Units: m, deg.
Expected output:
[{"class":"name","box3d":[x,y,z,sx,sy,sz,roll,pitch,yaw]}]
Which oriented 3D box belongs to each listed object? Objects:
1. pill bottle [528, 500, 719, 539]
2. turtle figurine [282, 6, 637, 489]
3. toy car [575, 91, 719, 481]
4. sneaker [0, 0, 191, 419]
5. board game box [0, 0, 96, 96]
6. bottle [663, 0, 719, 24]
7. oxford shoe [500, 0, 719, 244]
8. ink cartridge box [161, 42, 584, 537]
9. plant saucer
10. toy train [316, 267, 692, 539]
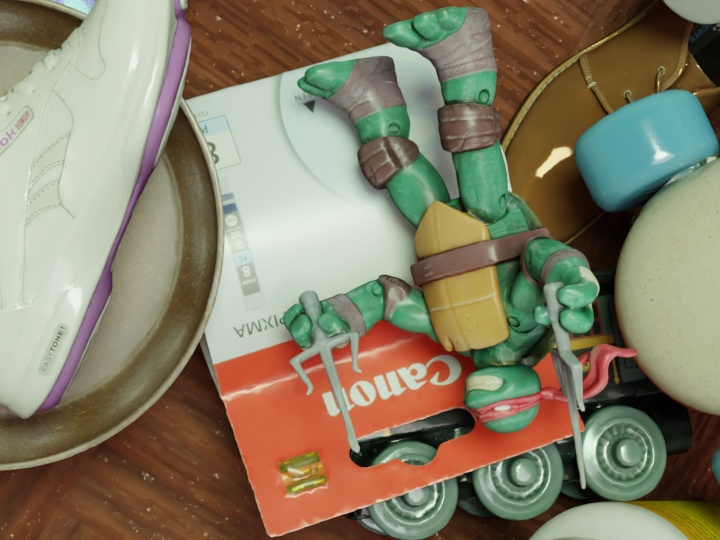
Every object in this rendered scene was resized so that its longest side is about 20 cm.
[{"class":"pill bottle","box3d":[0.140,0.163,0.710,0.199,0.109,0.110,11,93,-52]},{"class":"turtle figurine","box3d":[0.038,-0.001,0.646,0.149,0.100,0.202,-18,83,30]},{"class":"toy car","box3d":[0.215,0.003,0.727,0.176,0.200,0.186,-25,78,12]},{"class":"sneaker","box3d":[-0.130,-0.046,0.599,0.099,0.075,0.201,21,91,-7]},{"class":"board game box","box3d":[-0.173,-0.101,0.691,0.151,0.045,0.201,24,90,-13]},{"class":"bottle","box3d":[0.209,-0.188,0.723,0.065,0.084,0.200,41,61,9]},{"class":"oxford shoe","box3d":[0.136,-0.083,0.754,0.071,0.071,0.200,44,86,-15]},{"class":"ink cartridge box","box3d":[0.000,0.000,0.698,0.159,0.047,0.201,-17,70,-11]},{"class":"plant saucer","box3d":[-0.158,-0.016,0.653,0.198,0.034,0.202,0,92,-5]},{"class":"toy train","box3d":[0.064,0.065,0.748,0.198,0.085,0.115,-8,84,-10]}]
